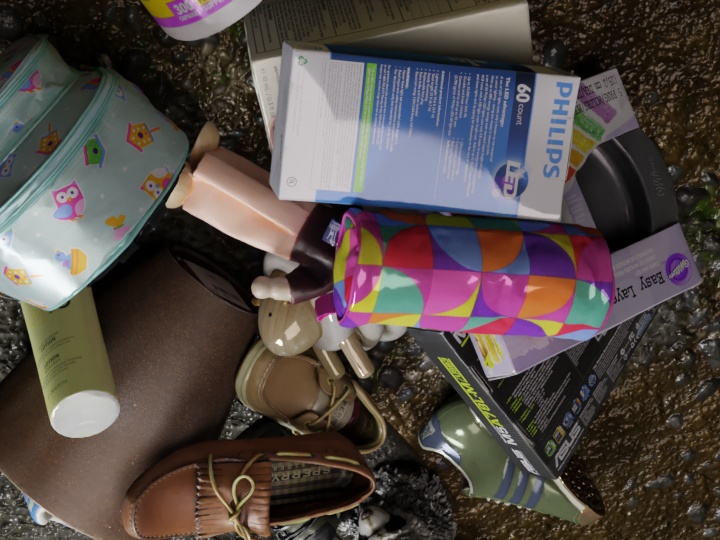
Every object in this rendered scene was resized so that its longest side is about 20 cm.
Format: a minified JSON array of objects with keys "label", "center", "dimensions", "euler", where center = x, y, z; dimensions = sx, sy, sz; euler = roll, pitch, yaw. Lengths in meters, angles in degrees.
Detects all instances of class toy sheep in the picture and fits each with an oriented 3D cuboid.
[{"label":"toy sheep","center":[0.000,0.000,1.184],"dimensions":[0.200,0.138,0.138],"euler":[-37,130,-28]}]

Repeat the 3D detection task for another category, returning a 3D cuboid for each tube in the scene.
[{"label":"tube","center":[-0.226,0.035,1.131],"dimensions":[0.058,0.200,0.052],"euler":[-11,137,-13]}]

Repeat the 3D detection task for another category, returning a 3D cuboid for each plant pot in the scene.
[{"label":"plant pot","center":[-0.172,0.085,1.198],"dimensions":[0.187,0.187,0.200],"euler":[33,100,-27]}]

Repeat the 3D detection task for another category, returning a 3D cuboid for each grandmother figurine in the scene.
[{"label":"grandmother figurine","center":[-0.041,-0.027,1.090],"dimensions":[0.199,0.122,0.061],"euler":[26,161,2]}]

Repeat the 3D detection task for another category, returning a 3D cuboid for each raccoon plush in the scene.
[{"label":"raccoon plush","center":[0.065,0.262,1.365],"dimensions":[0.200,0.134,0.097],"euler":[32,112,-26]}]

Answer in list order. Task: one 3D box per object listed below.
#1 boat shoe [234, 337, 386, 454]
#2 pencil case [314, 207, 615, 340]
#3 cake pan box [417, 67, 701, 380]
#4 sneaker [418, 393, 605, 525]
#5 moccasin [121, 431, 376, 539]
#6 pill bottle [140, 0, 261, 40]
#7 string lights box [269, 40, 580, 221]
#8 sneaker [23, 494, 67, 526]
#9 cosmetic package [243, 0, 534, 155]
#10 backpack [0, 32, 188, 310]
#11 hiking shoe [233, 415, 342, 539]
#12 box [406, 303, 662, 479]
[{"label":"boat shoe","center":[-0.033,0.105,1.237],"dimensions":[0.074,0.066,0.200],"euler":[-62,151,-2]},{"label":"pencil case","center":[0.073,0.004,1.034],"dimensions":[0.199,0.089,0.089],"euler":[4,123,-14]},{"label":"cake pan box","center":[0.148,-0.038,1.140],"dimensions":[0.199,0.052,0.185],"euler":[-22,93,-26]},{"label":"sneaker","center":[0.132,0.178,1.370],"dimensions":[0.090,0.067,0.200],"euler":[-33,122,22]},{"label":"moccasin","center":[-0.083,0.172,1.147],"dimensions":[0.200,0.078,0.074],"euler":[0,107,-30]},{"label":"pill bottle","center":[-0.142,-0.259,1.005],"dimensions":[0.104,0.104,0.200],"euler":[-31,123,11]},{"label":"string lights box","center":[0.043,-0.095,1.033],"dimensions":[0.199,0.059,0.103],"euler":[4,103,-11]},{"label":"sneaker","center":[-0.202,0.206,1.319],"dimensions":[0.199,0.077,0.076],"euler":[10,119,-18]},{"label":"cosmetic package","center":[0.020,-0.158,1.101],"dimensions":[0.199,0.104,0.088],"euler":[-12,124,0]},{"label":"backpack","center":[-0.216,-0.068,1.039],"dimensions":[0.176,0.200,0.153],"euler":[-49,120,-9]},{"label":"hiking shoe","center":[-0.059,0.188,1.270],"dimensions":[0.076,0.101,0.200],"euler":[-46,158,2]},{"label":"box","center":[0.148,0.033,1.214],"dimensions":[0.193,0.047,0.200],"euler":[49,64,-31]}]
